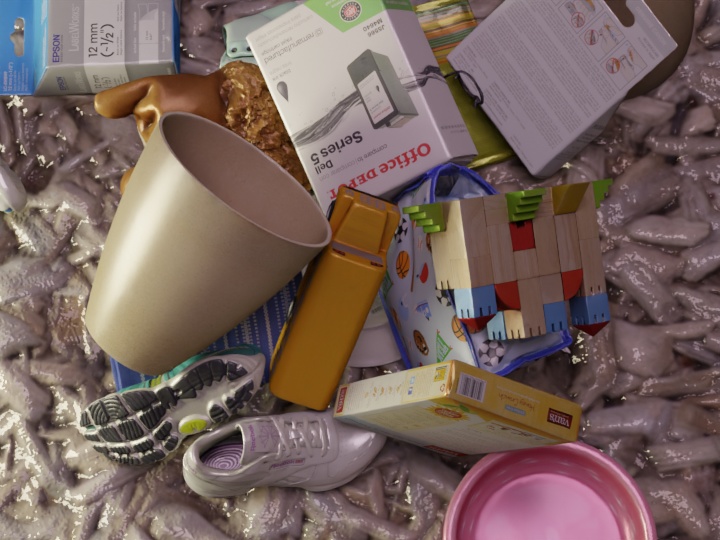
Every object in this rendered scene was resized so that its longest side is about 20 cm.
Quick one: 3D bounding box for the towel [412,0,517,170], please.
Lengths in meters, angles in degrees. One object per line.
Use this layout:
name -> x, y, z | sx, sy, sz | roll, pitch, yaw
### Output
towel -> 0.105, -0.201, 1.738 | 0.086, 0.018, 0.201 | -18, 70, -6

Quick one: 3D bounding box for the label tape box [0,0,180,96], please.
label tape box -> -0.292, -0.265, 1.741 | 0.199, 0.066, 0.144 | -2, 69, -2

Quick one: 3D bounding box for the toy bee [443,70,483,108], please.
toy bee -> 0.027, -0.193, 1.665 | 0.109, 0.200, 0.131 | -37, 104, -6

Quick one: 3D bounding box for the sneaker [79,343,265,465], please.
sneaker -> -0.175, 0.125, 1.563 | 0.199, 0.080, 0.078 | -22, 104, 19

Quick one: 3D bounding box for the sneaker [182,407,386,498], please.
sneaker -> -0.071, 0.171, 1.549 | 0.199, 0.100, 0.075 | -13, 71, -5

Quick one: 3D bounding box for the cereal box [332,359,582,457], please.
cereal box -> 0.084, 0.128, 1.489 | 0.143, 0.200, 0.040 | 21, 71, -27

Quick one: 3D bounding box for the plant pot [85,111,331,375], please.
plant pot -> -0.160, -0.009, 1.487 | 0.187, 0.187, 0.200 | 44, 108, 16

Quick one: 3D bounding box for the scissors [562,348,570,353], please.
scissors -> 0.148, 0.001, 1.658 | 0.200, 0.014, 0.073 | 37, 56, 7

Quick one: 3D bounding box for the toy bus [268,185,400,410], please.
toy bus -> -0.025, 0.025, 1.542 | 0.065, 0.078, 0.201 | 19, 114, -9

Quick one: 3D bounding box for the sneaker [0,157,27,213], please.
sneaker -> -0.432, -0.103, 1.682 | 0.105, 0.076, 0.200 | -46, 67, -3

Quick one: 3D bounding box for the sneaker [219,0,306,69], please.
sneaker -> -0.080, -0.191, 1.695 | 0.118, 0.074, 0.201 | -16, 53, -11

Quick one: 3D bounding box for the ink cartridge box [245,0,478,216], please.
ink cartridge box -> 0.002, -0.167, 1.574 | 0.145, 0.084, 0.201 | -26, 85, 22

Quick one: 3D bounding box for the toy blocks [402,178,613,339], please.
toy blocks -> 0.140, -0.001, 1.434 | 0.199, 0.100, 0.137 | -9, 92, -33

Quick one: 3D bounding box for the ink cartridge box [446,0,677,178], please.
ink cartridge box -> 0.207, -0.217, 1.659 | 0.200, 0.057, 0.163 | -41, 74, 21

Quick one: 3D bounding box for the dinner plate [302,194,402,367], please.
dinner plate -> 0.000, 0.000, 1.657 | 0.199, 0.024, 0.201 | 0, 70, 1

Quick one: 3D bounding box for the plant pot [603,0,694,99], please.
plant pot -> 0.258, -0.296, 1.712 | 0.199, 0.135, 0.201 | 0, 68, 1

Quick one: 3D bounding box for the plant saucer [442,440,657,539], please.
plant saucer -> 0.176, 0.258, 1.540 | 0.199, 0.051, 0.201 | 0, 69, 0

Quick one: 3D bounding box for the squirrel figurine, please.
squirrel figurine -> -0.141, -0.100, 1.628 | 0.199, 0.142, 0.188 | -17, 76, 11

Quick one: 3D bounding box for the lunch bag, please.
lunch bag -> 0.093, 0.010, 1.548 | 0.123, 0.170, 0.201 | -22, 83, -24

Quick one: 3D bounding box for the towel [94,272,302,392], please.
towel -> -0.149, 0.052, 1.596 | 0.199, 0.024, 0.145 | -10, 109, -5
